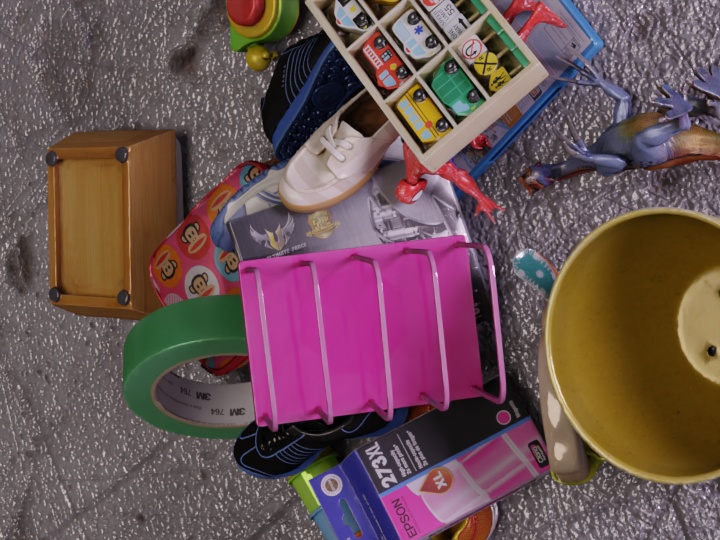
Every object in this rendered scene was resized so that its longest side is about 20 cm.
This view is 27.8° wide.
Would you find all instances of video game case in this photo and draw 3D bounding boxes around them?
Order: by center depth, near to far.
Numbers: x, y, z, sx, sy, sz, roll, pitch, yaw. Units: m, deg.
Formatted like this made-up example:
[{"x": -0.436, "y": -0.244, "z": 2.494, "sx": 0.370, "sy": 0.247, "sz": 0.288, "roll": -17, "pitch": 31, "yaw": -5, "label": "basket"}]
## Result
[{"x": 0.105, "y": -0.182, "z": 1.287, "sx": 0.200, "sy": 0.018, "sz": 0.144, "roll": -47, "pitch": 68, "yaw": 30, "label": "video game case"}]

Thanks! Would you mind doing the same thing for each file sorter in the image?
[{"x": 0.009, "y": 0.051, "z": 1.189, "sx": 0.125, "sy": 0.198, "sz": 0.141, "roll": -174, "pitch": 77, "yaw": -81, "label": "file sorter"}]

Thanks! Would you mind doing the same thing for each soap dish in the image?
[{"x": -0.262, "y": -0.047, "z": 1.541, "sx": 0.156, "sy": 0.081, "sz": 0.203, "roll": 3, "pitch": 95, "yaw": 37, "label": "soap dish"}]

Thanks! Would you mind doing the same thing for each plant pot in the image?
[{"x": 0.260, "y": 0.050, "z": 1.112, "sx": 0.198, "sy": 0.141, "sz": 0.203, "roll": 4, "pitch": 96, "yaw": 36, "label": "plant pot"}]

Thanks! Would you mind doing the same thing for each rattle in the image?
[{"x": 0.204, "y": 0.069, "z": 1.195, "sx": 0.142, "sy": 0.130, "sz": 0.202, "roll": -12, "pitch": 68, "yaw": 32, "label": "rattle"}]

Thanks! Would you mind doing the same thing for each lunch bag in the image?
[{"x": -0.102, "y": 0.007, "z": 1.429, "sx": 0.200, "sy": 0.082, "sz": 0.177, "roll": -41, "pitch": 74, "yaw": 32, "label": "lunch bag"}]

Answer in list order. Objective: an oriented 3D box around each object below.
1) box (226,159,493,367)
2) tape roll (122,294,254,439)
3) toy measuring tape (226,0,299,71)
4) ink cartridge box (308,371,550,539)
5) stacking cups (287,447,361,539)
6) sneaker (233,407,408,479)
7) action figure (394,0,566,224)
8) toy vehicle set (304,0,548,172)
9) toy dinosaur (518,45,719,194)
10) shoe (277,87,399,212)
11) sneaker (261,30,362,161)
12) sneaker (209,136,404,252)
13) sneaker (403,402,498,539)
[{"x": 0.000, "y": 0.000, "z": 1.276, "sx": 0.048, "sy": 0.198, "sz": 0.160, "roll": -179, "pitch": 70, "yaw": -81, "label": "box"}, {"x": -0.124, "y": 0.094, "z": 1.375, "sx": 0.200, "sy": 0.199, "sz": 0.049, "roll": -32, "pitch": 50, "yaw": 35, "label": "tape roll"}, {"x": -0.094, "y": -0.293, "z": 1.398, "sx": 0.073, "sy": 0.073, "sz": 0.203, "roll": 2, "pitch": 96, "yaw": 37, "label": "toy measuring tape"}, {"x": 0.062, "y": 0.175, "z": 1.265, "sx": 0.199, "sy": 0.037, "sz": 0.095, "roll": -27, "pitch": 74, "yaw": -7, "label": "ink cartridge box"}, {"x": -0.015, "y": 0.241, "z": 1.401, "sx": 0.060, "sy": 0.060, "sz": 0.201, "roll": -40, "pitch": 76, "yaw": 33, "label": "stacking cups"}, {"x": -0.054, "y": 0.137, "z": 1.330, "sx": 0.199, "sy": 0.078, "sz": 0.071, "roll": -26, "pitch": 60, "yaw": 32, "label": "sneaker"}, {"x": 0.110, "y": -0.126, "z": 1.235, "sx": 0.200, "sy": 0.099, "sz": 0.065, "roll": -50, "pitch": 32, "yaw": 7, "label": "action figure"}, {"x": 0.052, "y": -0.194, "z": 1.208, "sx": 0.124, "sy": 0.026, "sz": 0.201, "roll": -40, "pitch": 61, "yaw": 11, "label": "toy vehicle set"}, {"x": 0.213, "y": -0.091, "z": 1.173, "sx": 0.200, "sy": 0.105, "sz": 0.182, "roll": 44, "pitch": 146, "yaw": 5, "label": "toy dinosaur"}, {"x": 0.004, "y": -0.128, "z": 1.249, "sx": 0.070, "sy": 0.200, "sz": 0.054, "roll": 38, "pitch": 160, "yaw": 32, "label": "shoe"}, {"x": -0.034, "y": -0.193, "z": 1.343, "sx": 0.200, "sy": 0.070, "sz": 0.078, "roll": -49, "pitch": 50, "yaw": 33, "label": "sneaker"}, {"x": -0.039, "y": -0.061, "z": 1.321, "sx": 0.199, "sy": 0.075, "sz": 0.089, "roll": -31, "pitch": 82, "yaw": -6, "label": "sneaker"}, {"x": 0.058, "y": 0.158, "z": 1.319, "sx": 0.073, "sy": 0.077, "sz": 0.201, "roll": -42, "pitch": 68, "yaw": 34, "label": "sneaker"}]
